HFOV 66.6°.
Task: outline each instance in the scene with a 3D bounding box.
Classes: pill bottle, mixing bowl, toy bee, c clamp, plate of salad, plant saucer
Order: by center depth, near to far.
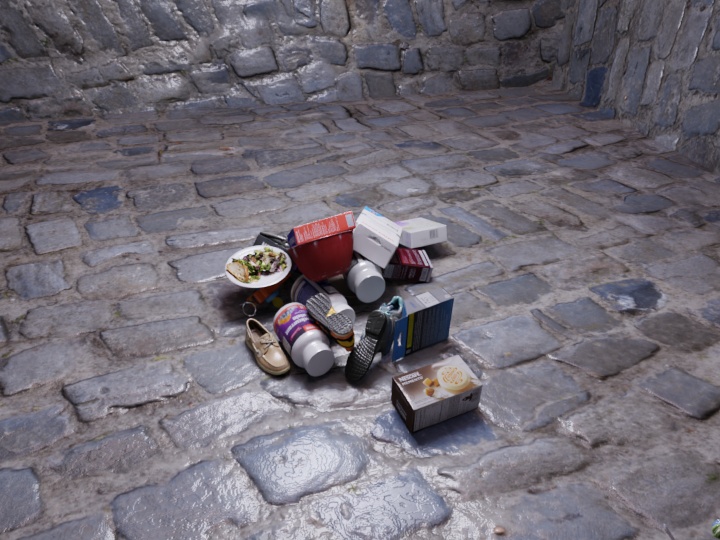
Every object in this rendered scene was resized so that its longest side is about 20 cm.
[{"bbox_3d":[-0.149,0.185,1.459,0.109,0.114,0.200,-17,38,-25],"label":"pill bottle"},{"bbox_3d":[-0.098,-0.034,1.545,0.194,0.112,0.200,-17,1,0],"label":"mixing bowl"},{"bbox_3d":[-0.107,0.100,1.581,0.114,0.119,0.199,-21,40,-30],"label":"pill bottle"},{"bbox_3d":[-0.300,-0.022,1.610,0.193,0.049,0.203,1,37,-1],"label":"plate of salad"},{"bbox_3d":[-0.298,0.062,1.630,0.197,0.134,0.108,-20,-4,-39],"label":"toy bee"},{"bbox_3d":[0.000,0.000,1.676,0.113,0.119,0.201,-9,36,-16],"label":"pill bottle"},{"bbox_3d":[-0.025,0.035,1.755,0.193,0.033,0.203,1,35,0],"label":"plant saucer"},{"bbox_3d":[-0.237,-0.091,1.834,0.167,0.028,0.199,16,-6,33],"label":"c clamp"}]

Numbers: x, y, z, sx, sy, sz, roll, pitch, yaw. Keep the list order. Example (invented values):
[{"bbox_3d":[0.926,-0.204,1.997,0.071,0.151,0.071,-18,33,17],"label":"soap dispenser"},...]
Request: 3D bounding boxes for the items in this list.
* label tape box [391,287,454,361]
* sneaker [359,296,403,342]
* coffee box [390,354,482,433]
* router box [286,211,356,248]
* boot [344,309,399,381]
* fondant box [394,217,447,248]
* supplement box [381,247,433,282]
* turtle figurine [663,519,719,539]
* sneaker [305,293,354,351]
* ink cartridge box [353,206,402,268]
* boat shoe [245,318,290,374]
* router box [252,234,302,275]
[{"bbox_3d":[0.156,0.145,1.501,0.195,0.148,0.063,-17,38,-26],"label":"label tape box"},{"bbox_3d":[0.060,0.140,1.556,0.076,0.088,0.199,20,38,26],"label":"sneaker"},{"bbox_3d":[0.184,0.298,1.340,0.195,0.082,0.115,-13,37,-21],"label":"coffee box"},{"bbox_3d":[-0.118,-0.112,1.600,0.175,0.050,0.200,-17,1,-13],"label":"router box"},{"bbox_3d":[0.042,0.209,1.453,0.067,0.204,0.130,24,-4,32],"label":"boot"},{"bbox_3d":[0.197,-0.135,1.933,0.140,0.060,0.199,-12,16,-19],"label":"fondant box"},{"bbox_3d":[0.127,-0.022,1.788,0.194,0.062,0.110,6,32,-16],"label":"supplement box"},{"bbox_3d":[0.660,0.532,0.976,0.141,0.201,0.197,-28,35,16],"label":"turtle figurine"},{"bbox_3d":[-0.081,0.141,1.444,0.069,0.092,0.199,-28,39,-22],"label":"sneaker"},{"bbox_3d":[0.045,-0.105,1.687,0.144,0.086,0.201,31,22,-1],"label":"ink cartridge box"},{"bbox_3d":[-0.256,0.203,1.470,0.070,0.066,0.199,-23,42,-33],"label":"boat shoe"},{"bbox_3d":[-0.231,-0.039,1.756,0.197,0.052,0.148,28,-1,34],"label":"router box"}]
